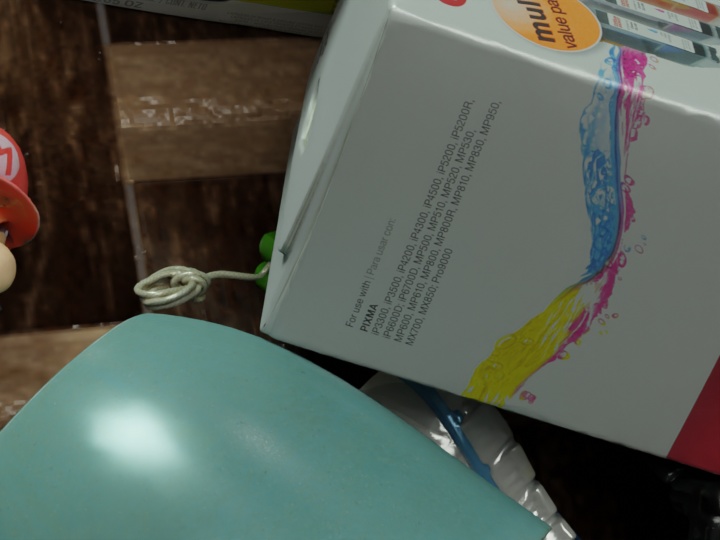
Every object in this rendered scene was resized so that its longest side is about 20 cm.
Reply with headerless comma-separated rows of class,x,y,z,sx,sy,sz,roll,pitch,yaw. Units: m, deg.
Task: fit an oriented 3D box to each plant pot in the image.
plant pot,-0.058,0.113,0.800,0.161,0.201,0.201,41,63,7

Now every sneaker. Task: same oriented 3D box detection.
sneaker,0.052,0.126,0.907,0.087,0.075,0.200,-36,87,-1

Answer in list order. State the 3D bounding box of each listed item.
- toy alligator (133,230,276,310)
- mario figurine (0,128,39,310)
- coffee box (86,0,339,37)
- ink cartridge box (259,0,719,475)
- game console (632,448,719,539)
toy alligator,0.000,0.000,0.937,0.199,0.059,0.054,-20,119,-25
mario figurine,-0.171,0.032,0.832,0.106,0.124,0.201,21,69,4
coffee box,-0.020,-0.230,0.932,0.199,0.198,0.201,6,68,-16
ink cartridge box,0.080,-0.041,0.830,0.199,0.145,0.146,17,34,-8
game console,0.157,0.099,0.929,0.200,0.116,0.177,-3,100,-46
